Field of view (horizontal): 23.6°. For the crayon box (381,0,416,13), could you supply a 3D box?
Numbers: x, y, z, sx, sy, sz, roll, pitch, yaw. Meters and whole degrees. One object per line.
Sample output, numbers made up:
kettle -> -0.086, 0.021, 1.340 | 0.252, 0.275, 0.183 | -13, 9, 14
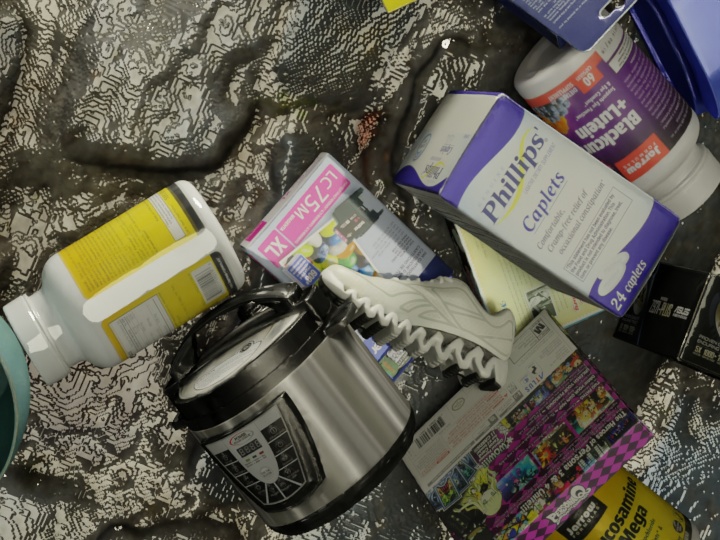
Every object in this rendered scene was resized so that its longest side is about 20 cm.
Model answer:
crayon box -> 0.031, -0.334, 1.555 | 0.126, 0.051, 0.202 | -24, 81, -10

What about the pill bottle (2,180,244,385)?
pill bottle -> -0.210, 0.015, 1.526 | 0.199, 0.112, 0.113 | -31, 101, -9

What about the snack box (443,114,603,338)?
snack box -> 0.148, -0.034, 1.642 | 0.115, 0.037, 0.202 | -22, 99, -9

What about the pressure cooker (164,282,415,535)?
pressure cooker -> -0.070, 0.112, 1.537 | 0.176, 0.178, 0.201 | -41, 103, -18

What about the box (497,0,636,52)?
box -> 0.173, -0.285, 1.573 | 0.121, 0.032, 0.200 | -46, 63, -5

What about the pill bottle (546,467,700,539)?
pill bottle -> 0.217, 0.233, 1.642 | 0.199, 0.112, 0.113 | 37, 86, -13

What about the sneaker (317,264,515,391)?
sneaker -> 0.053, 0.037, 1.577 | 0.199, 0.075, 0.082 | 27, 74, -15

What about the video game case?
video game case -> 0.145, 0.158, 1.571 | 0.200, 0.182, 0.036 | -45, 130, 6

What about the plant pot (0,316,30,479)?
plant pot -> -0.365, 0.096, 1.473 | 0.198, 0.135, 0.203 | 2, 104, 9

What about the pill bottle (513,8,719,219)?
pill bottle -> 0.246, -0.140, 1.616 | 0.112, 0.111, 0.200 | -47, 106, -5

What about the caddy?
caddy -> 0.329, -0.238, 1.615 | 0.104, 0.141, 0.201 | -30, 101, -4

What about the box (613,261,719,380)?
box -> 0.368, 0.069, 1.638 | 0.198, 0.164, 0.087 | 22, 90, -13

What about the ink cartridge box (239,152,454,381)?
ink cartridge box -> 0.000, 0.000, 1.612 | 0.200, 0.042, 0.120 | 43, 85, -14

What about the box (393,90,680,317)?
box -> 0.151, -0.063, 1.527 | 0.199, 0.184, 0.106 | 32, 89, -13
